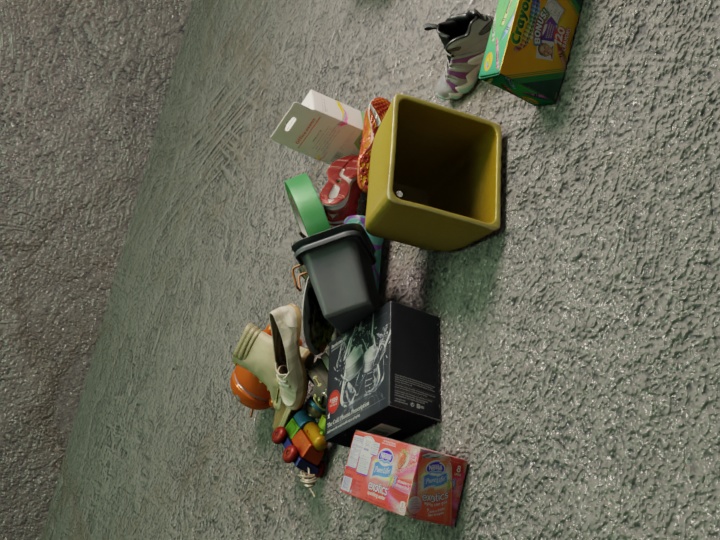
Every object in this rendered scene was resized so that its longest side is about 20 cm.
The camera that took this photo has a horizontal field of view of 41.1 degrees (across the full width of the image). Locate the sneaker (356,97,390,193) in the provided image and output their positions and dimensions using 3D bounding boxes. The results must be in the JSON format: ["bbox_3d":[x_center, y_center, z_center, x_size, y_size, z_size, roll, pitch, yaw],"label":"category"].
[{"bbox_3d":[0.032,-0.243,1.914,0.077,0.072,0.202,116,166,-70],"label":"sneaker"}]

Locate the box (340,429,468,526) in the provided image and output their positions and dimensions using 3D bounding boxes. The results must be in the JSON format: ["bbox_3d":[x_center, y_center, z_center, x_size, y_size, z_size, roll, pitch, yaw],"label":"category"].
[{"bbox_3d":[0.063,0.314,1.466,0.199,0.094,0.104,-3,71,61],"label":"box"}]

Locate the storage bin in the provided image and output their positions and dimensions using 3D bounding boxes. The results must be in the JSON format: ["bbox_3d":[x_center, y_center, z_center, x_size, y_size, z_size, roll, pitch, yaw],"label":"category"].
[{"bbox_3d":[-0.035,0.027,1.626,0.200,0.144,0.136,58,-166,-71],"label":"storage bin"}]

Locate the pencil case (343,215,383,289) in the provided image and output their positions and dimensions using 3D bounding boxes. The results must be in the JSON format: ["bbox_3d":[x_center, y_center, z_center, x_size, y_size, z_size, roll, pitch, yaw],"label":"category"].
[{"bbox_3d":[0.000,0.000,1.785,0.084,0.093,0.202,-1,65,14],"label":"pencil case"}]

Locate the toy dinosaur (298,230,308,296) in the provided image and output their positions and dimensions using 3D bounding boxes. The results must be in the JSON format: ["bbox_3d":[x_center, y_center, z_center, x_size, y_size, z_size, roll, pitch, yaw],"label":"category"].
[{"bbox_3d":[-0.100,0.000,1.852,0.088,0.047,0.202,-112,14,-63],"label":"toy dinosaur"}]

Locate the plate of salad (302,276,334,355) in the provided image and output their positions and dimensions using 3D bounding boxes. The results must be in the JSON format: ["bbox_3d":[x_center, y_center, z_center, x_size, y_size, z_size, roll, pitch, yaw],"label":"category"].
[{"bbox_3d":[-0.063,0.060,1.811,0.047,0.200,0.203,6,75,18],"label":"plate of salad"}]

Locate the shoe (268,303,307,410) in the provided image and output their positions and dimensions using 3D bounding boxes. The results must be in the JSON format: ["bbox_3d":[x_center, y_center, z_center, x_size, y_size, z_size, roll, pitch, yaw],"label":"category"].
[{"bbox_3d":[-0.140,0.163,1.777,0.069,0.053,0.203,10,106,48],"label":"shoe"}]

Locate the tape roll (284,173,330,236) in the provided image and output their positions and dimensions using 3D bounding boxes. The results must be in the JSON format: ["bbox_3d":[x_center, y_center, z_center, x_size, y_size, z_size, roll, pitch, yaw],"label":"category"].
[{"bbox_3d":[-0.095,-0.093,1.923,0.200,0.048,0.203,159,91,-84],"label":"tape roll"}]

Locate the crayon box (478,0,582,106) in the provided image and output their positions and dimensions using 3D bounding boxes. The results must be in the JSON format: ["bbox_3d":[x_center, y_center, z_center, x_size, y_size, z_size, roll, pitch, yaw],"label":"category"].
[{"bbox_3d":[0.267,-0.372,1.484,0.058,0.118,0.203,5,78,62],"label":"crayon box"}]

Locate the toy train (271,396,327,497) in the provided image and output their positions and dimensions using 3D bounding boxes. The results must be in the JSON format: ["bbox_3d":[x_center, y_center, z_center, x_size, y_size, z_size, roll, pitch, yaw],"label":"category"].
[{"bbox_3d":[-0.079,0.318,1.754,0.116,0.084,0.200,-54,29,4],"label":"toy train"}]

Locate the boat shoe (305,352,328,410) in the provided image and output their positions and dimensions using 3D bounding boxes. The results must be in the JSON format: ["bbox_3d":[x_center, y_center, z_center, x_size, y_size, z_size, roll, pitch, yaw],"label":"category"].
[{"bbox_3d":[-0.055,0.223,1.749,0.060,0.072,0.202,-34,28,2],"label":"boat shoe"}]

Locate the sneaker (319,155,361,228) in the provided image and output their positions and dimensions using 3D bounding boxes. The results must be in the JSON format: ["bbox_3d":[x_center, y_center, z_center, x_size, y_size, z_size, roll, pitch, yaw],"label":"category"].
[{"bbox_3d":[-0.030,-0.144,1.938,0.201,0.077,0.117,-58,-31,-48],"label":"sneaker"}]

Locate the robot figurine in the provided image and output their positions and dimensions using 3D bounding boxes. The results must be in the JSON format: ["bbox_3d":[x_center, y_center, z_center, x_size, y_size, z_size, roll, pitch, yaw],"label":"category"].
[{"bbox_3d":[-0.196,0.206,1.988,0.201,0.143,0.117,-59,-5,22],"label":"robot figurine"}]

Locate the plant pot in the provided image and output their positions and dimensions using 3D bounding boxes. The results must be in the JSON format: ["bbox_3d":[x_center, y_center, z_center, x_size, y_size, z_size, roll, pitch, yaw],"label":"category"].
[{"bbox_3d":[0.102,-0.136,1.586,0.200,0.193,0.197,134,145,-60],"label":"plant pot"}]

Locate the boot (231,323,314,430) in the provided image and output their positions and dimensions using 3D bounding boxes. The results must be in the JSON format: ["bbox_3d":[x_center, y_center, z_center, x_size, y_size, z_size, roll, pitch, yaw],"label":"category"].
[{"bbox_3d":[-0.182,0.214,1.889,0.073,0.154,0.202,-44,-26,-56],"label":"boot"}]

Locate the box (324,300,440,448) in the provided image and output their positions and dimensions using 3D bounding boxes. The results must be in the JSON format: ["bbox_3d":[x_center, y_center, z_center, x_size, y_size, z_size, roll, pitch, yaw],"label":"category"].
[{"bbox_3d":[0.034,0.181,1.592,0.200,0.103,0.184,-37,42,47],"label":"box"}]

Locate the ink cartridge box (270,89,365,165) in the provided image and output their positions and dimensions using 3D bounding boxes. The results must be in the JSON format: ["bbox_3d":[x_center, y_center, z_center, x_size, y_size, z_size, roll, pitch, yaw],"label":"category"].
[{"bbox_3d":[-0.078,-0.294,1.982,0.117,0.198,0.068,-47,36,37],"label":"ink cartridge box"}]

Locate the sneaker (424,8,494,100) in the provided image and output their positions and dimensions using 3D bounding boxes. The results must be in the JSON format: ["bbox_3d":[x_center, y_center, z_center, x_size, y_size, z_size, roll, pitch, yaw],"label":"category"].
[{"bbox_3d":[0.159,-0.385,1.665,0.200,0.139,0.079,-41,40,43],"label":"sneaker"}]
